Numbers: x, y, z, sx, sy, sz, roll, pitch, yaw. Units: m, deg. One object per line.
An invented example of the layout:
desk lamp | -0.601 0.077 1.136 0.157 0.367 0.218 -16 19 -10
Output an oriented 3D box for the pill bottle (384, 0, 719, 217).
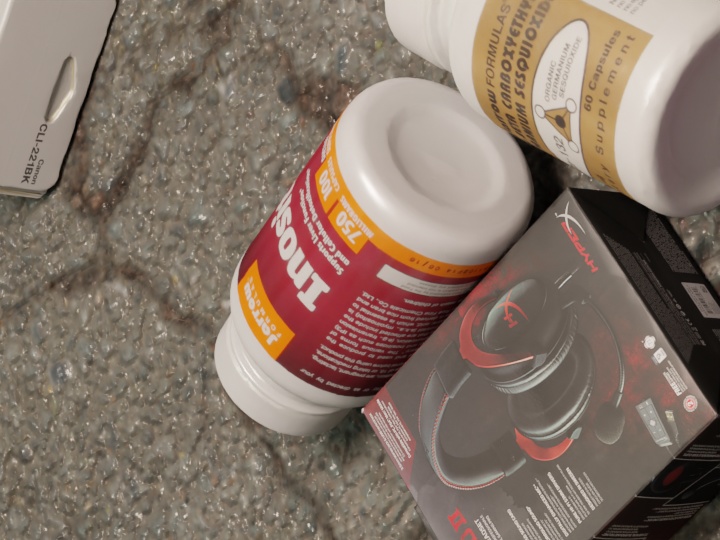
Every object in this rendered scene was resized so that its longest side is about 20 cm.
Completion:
pill bottle | 0.109 -0.115 1.423 0.200 0.114 0.115 32 108 39

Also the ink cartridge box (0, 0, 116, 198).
ink cartridge box | -0.260 -0.152 1.783 0.200 0.083 0.145 32 108 38

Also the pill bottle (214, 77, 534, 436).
pill bottle | 0.000 0.000 1.504 0.200 0.112 0.113 -53 54 44

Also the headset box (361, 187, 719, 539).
headset box | 0.101 0.079 1.445 0.200 0.075 0.149 -48 59 30
